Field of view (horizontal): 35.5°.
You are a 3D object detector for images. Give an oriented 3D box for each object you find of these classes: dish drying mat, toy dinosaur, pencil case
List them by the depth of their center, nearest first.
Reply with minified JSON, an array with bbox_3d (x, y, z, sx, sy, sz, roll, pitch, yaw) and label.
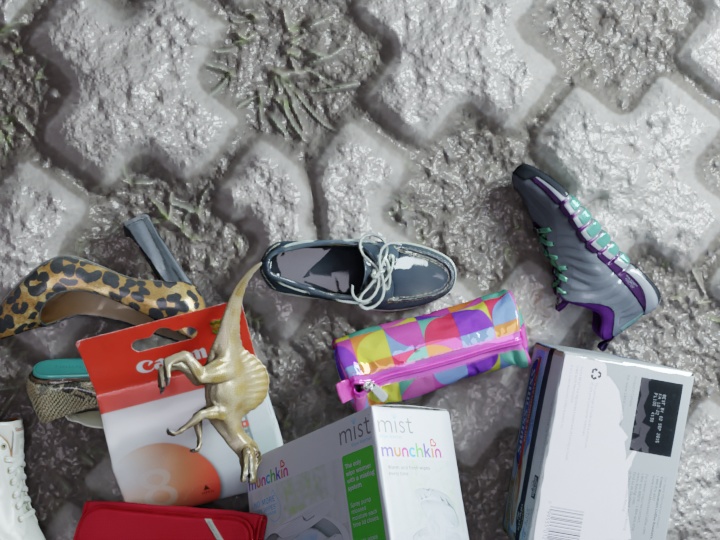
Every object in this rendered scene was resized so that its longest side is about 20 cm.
[{"bbox_3d":[-0.131,0.093,1.023,0.100,0.058,0.202,-4,97,-20],"label":"toy dinosaur"},{"bbox_3d":[-0.182,0.255,1.036,0.198,0.018,0.078,-1,66,24],"label":"dish drying mat"},{"bbox_3d":[0.068,0.083,1.108,0.198,0.088,0.089,-18,92,-4],"label":"pencil case"}]

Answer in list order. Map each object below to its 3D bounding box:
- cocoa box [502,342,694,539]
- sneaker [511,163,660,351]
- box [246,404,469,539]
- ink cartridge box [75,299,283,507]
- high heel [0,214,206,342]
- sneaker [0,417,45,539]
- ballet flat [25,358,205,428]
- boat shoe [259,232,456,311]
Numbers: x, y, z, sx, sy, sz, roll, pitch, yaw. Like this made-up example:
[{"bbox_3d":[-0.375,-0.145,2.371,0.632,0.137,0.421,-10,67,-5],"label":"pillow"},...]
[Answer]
[{"bbox_3d":[0.227,0.181,1.095,0.132,0.131,0.202,10,90,-4],"label":"cocoa box"},{"bbox_3d":[0.207,-0.013,1.124,0.088,0.074,0.200,-44,94,2],"label":"sneaker"},{"bbox_3d":[-0.003,0.230,0.990,0.096,0.199,0.178,8,65,-38],"label":"box"},{"bbox_3d":[-0.163,0.137,1.062,0.161,0.050,0.201,-14,127,-4],"label":"ink cartridge box"},{"bbox_3d":[-0.252,0.051,1.077,0.199,0.071,0.143,-32,75,-11],"label":"high heel"},{"bbox_3d":[-0.347,0.196,1.084,0.084,0.073,0.201,-34,91,-1],"label":"sneaker"},{"bbox_3d":[-0.223,0.115,1.102,0.198,0.068,0.076,-9,111,-5],"label":"ballet flat"},{"bbox_3d":[0.000,0.000,1.112,0.198,0.062,0.076,9,88,-5],"label":"boat shoe"}]
